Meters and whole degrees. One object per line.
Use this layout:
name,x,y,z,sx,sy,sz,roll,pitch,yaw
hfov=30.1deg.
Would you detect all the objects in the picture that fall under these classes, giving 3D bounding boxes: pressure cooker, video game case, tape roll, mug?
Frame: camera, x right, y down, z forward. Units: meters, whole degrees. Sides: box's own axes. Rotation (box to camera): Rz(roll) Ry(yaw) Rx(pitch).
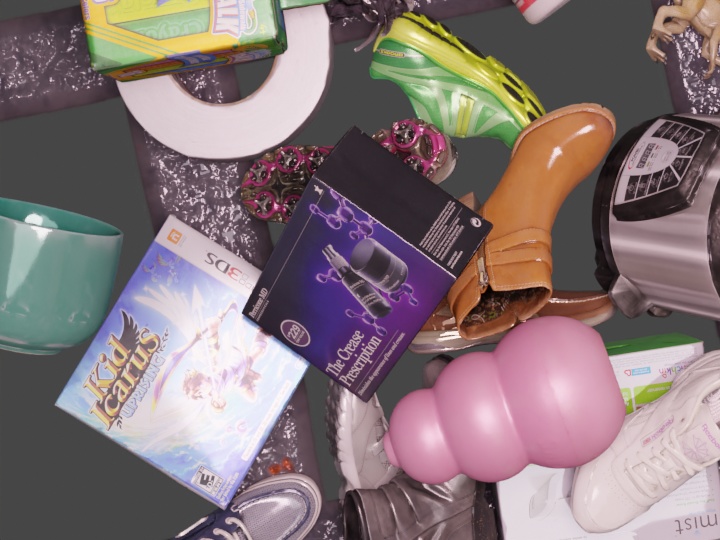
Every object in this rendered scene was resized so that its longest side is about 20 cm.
pressure cooker,0.295,-0.044,1.147,0.174,0.199,0.181,-12,104,-30
video game case,-0.147,0.082,1.214,0.180,0.045,0.201,31,82,0
tape roll,-0.123,-0.199,1.205,0.197,0.066,0.203,0,93,2
mug,-0.298,0.004,1.188,0.150,0.185,0.116,11,96,-24

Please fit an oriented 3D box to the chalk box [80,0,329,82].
chalk box,-0.125,-0.237,1.109,0.197,0.124,0.127,-11,93,1

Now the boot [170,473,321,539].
boot,-0.124,0.256,1.216,0.199,0.090,0.073,-32,92,2

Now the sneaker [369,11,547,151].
sneaker,0.095,-0.153,1.212,0.199,0.074,0.084,36,119,-5

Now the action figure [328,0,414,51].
action figure,0.023,-0.287,1.162,0.101,0.118,0.203,1,76,-33

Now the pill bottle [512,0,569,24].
pill bottle,0.138,-0.329,1.168,0.119,0.120,0.201,-36,91,2

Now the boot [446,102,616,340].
boot,0.143,-0.041,1.132,0.199,0.156,0.077,-33,121,21

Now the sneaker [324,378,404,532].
sneaker,0.015,0.169,1.229,0.081,0.075,0.203,-9,102,-10

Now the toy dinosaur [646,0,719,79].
toy dinosaur,0.298,-0.240,1.213,0.199,0.058,0.102,40,78,-9

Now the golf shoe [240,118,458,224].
golf shoe,-0.009,-0.078,1.200,0.197,0.092,0.074,-10,80,16

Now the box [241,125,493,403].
box,0.000,0.000,1.117,0.141,0.201,0.079,37,49,4

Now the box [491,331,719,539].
box,0.213,0.160,1.204,0.197,0.097,0.179,-9,93,1

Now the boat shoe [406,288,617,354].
boat shoe,0.133,0.029,1.211,0.197,0.076,0.073,-7,91,-1

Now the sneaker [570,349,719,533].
sneaker,0.252,0.142,1.108,0.200,0.100,0.075,-45,94,2

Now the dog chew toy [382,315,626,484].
dog chew toy,0.114,0.117,1.101,0.198,0.125,0.126,-20,93,7

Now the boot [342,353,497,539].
boot,0.046,0.182,1.169,0.130,0.070,0.203,-10,91,-23
